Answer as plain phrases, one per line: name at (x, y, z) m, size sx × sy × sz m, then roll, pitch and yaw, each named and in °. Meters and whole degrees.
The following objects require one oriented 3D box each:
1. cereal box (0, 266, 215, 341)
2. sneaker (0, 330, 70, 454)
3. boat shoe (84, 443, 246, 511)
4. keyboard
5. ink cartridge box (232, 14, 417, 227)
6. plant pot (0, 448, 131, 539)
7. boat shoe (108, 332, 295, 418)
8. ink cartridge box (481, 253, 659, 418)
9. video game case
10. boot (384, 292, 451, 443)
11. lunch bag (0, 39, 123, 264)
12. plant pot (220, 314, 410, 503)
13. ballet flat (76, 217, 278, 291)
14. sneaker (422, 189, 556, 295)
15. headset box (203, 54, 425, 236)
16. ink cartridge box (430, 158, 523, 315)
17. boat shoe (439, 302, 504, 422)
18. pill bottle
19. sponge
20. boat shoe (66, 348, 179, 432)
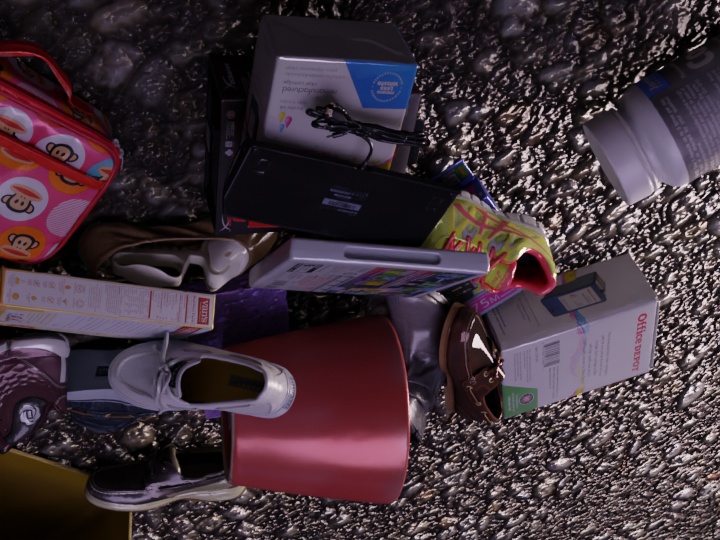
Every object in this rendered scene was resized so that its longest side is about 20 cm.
cereal box at (-0.255, 0.037, 0.949) m, size 0.198 × 0.040 × 0.143 m, roll 8°, pitch 167°, yaw -29°
sneaker at (-0.384, 0.127, 0.976) m, size 0.198 × 0.076 × 0.117 m, roll -6°, pitch 92°, yaw -13°
boat shoe at (-0.231, 0.242, 1.201) m, size 0.198 × 0.073 × 0.065 m, roll -2°, pitch 123°, yaw -24°
keyboard at (-0.006, -0.076, 0.792) m, size 0.198 × 0.021 × 0.127 m, roll 9°, pitch 133°, yaw -32°
ink cartridge box at (-0.036, -0.102, 0.819) m, size 0.115 × 0.068 × 0.201 m, roll -1°, pitch 131°, yaw -19°
plant pot at (-0.401, 0.352, 1.161) m, size 0.176 × 0.202 × 0.199 m, roll -33°, pitch 137°, yaw 29°
boat shoe at (-0.167, 0.102, 0.944) m, size 0.200 × 0.075 × 0.086 m, roll 8°, pitch 167°, yaw 22°
ink cartridge box at (0.252, 0.081, 1.209) m, size 0.198 × 0.088 × 0.146 m, roll -16°, pitch 137°, yaw -3°
video game case at (0.000, 0.000, 0.935) m, size 0.180 × 0.023 × 0.200 m, roll 4°, pitch 171°, yaw -16°
boot at (0.058, 0.108, 1.112) m, size 0.069 × 0.133 × 0.201 m, roll 9°, pitch 150°, yaw 29°
lunch bag at (-0.302, -0.109, 0.814) m, size 0.199 × 0.082 × 0.176 m, roll 27°, pitch 115°, yaw -41°
plant pot at (-0.056, 0.149, 1.053) m, size 0.175 × 0.202 × 0.202 m, roll -1°, pitch 134°, yaw -12°
ballet flat at (-0.171, -0.012, 0.961) m, size 0.198 × 0.073 × 0.068 m, roll 0°, pitch 129°, yaw -22°
sneaker at (0.120, -0.021, 0.998) m, size 0.198 × 0.091 × 0.079 m, roll 7°, pitch 131°, yaw -26°
headset box at (-0.039, -0.116, 0.906) m, size 0.198 × 0.075 × 0.150 m, roll -4°, pitch 133°, yaw -17°
ink cartridge box at (0.110, -0.023, 1.086) m, size 0.119 × 0.042 × 0.200 m, roll -32°, pitch 134°, yaw 11°
boat shoe at (0.133, 0.109, 1.134) m, size 0.070 × 0.071 × 0.201 m, roll 19°, pitch 151°, yaw 22°
pill bottle at (0.331, -0.155, 0.985) m, size 0.199 × 0.114 × 0.114 m, roll -30°, pitch 137°, yaw 9°
sponge at (-0.133, 0.083, 1.103) m, size 0.110 × 0.030 × 0.201 m, roll -12°, pitch 135°, yaw -11°
boat shoe at (-0.231, 0.129, 1.058) m, size 0.198 × 0.071 × 0.091 m, roll 2°, pitch 145°, yaw 12°
